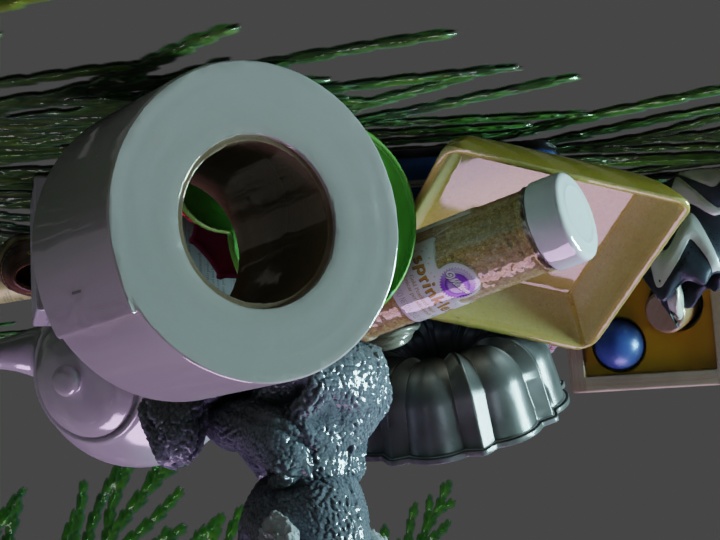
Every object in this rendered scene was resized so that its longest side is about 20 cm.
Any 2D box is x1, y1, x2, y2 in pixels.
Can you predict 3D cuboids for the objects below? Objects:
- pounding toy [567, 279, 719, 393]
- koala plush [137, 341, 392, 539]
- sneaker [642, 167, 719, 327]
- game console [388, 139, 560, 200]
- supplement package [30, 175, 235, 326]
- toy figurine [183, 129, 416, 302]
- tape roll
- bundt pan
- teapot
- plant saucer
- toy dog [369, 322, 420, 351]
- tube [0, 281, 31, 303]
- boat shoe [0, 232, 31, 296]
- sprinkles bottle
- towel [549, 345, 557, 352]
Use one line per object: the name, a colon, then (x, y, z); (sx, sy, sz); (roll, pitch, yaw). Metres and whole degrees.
pounding toy: (0.290, 0.014, 1.832); (0.199, 0.185, 0.142); (-5, -177, 23)
koala plush: (-0.046, 0.168, 1.516); (0.183, 0.201, 0.177); (-24, 156, 27)
sneaker: (0.241, -0.013, 1.703); (0.198, 0.130, 0.079); (-5, 171, 20)
game console: (0.064, -0.075, 1.600); (0.199, 0.119, 0.171); (-4, 141, 5)
supplement package: (-0.169, -0.016, 1.608); (0.199, 0.110, 0.114); (-1, 172, -11)
toy figurine: (-0.087, -0.044, 1.456); (0.199, 0.151, 0.184); (26, 169, -26)
tape roll: (-0.094, -0.021, 1.257); (0.202, 0.204, 0.139); (1, 172, -28)
bundt pan: (0.071, 0.088, 1.642); (0.201, 0.076, 0.202); (-10, -163, 3)
teapot: (-0.210, 0.087, 1.708); (0.200, 0.198, 0.146); (-40, 166, 26)
plant saucer: (0.124, -0.029, 1.525); (0.199, 0.049, 0.200); (12, 140, -14)
toy dog: (0.000, 0.000, 1.681); (0.131, 0.097, 0.200); (-9, -167, 22)
tube: (-0.277, -0.002, 1.919); (0.199, 0.052, 0.058); (-8, -147, 0)
boat shoe: (-0.235, 0.004, 1.821); (0.199, 0.072, 0.068); (1, -168, -15)
sprinkles bottle: (0.075, -0.008, 1.459); (0.199, 0.069, 0.068); (-21, 165, 26)
towel: (0.140, 0.023, 1.922); (0.030, 0.147, 0.200); (-39, 174, -4)
